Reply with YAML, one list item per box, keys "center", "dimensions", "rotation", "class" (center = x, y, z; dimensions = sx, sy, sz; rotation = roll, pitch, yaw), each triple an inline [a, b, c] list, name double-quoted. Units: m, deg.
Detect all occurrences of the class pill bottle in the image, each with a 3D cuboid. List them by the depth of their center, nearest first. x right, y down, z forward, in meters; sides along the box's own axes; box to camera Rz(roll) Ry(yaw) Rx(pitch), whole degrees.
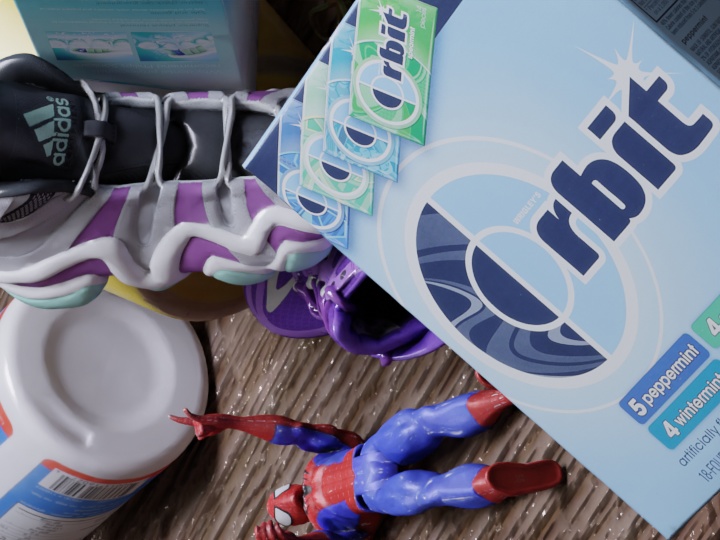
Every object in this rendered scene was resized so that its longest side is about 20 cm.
- center: [-0.165, 0.084, 1.454]
  dimensions: [0.200, 0.112, 0.112]
  rotation: [-40, 53, 53]
  class: "pill bottle"

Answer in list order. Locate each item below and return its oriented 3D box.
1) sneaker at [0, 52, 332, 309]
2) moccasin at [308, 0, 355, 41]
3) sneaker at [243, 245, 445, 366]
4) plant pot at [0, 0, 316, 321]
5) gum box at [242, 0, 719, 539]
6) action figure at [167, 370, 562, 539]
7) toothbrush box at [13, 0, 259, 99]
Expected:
- center: [-0.095, -0.046, 1.112]
  dimensions: [0.200, 0.140, 0.078]
  rotation: [-17, 60, 25]
  class: "sneaker"
- center: [0.005, -0.130, 1.184]
  dimensions: [0.074, 0.078, 0.202]
  rotation: [107, 152, -51]
  class: "moccasin"
- center: [0.000, 0.000, 1.156]
  dimensions: [0.083, 0.081, 0.200]
  rotation: [-55, 17, -24]
  class: "sneaker"
- center: [-0.109, -0.076, 1.302]
  dimensions: [0.189, 0.201, 0.201]
  rotation: [35, 118, 41]
  class: "plant pot"
- center: [0.078, -0.027, 0.955]
  dimensions: [0.200, 0.045, 0.170]
  rotation: [42, 137, 4]
  class: "gum box"
- center: [-0.009, 0.081, 1.183]
  dimensions: [0.200, 0.099, 0.065]
  rotation: [150, 120, -60]
  class: "action figure"
- center: [-0.086, -0.158, 1.119]
  dimensions: [0.200, 0.085, 0.147]
  rotation: [76, -165, -74]
  class: "toothbrush box"
